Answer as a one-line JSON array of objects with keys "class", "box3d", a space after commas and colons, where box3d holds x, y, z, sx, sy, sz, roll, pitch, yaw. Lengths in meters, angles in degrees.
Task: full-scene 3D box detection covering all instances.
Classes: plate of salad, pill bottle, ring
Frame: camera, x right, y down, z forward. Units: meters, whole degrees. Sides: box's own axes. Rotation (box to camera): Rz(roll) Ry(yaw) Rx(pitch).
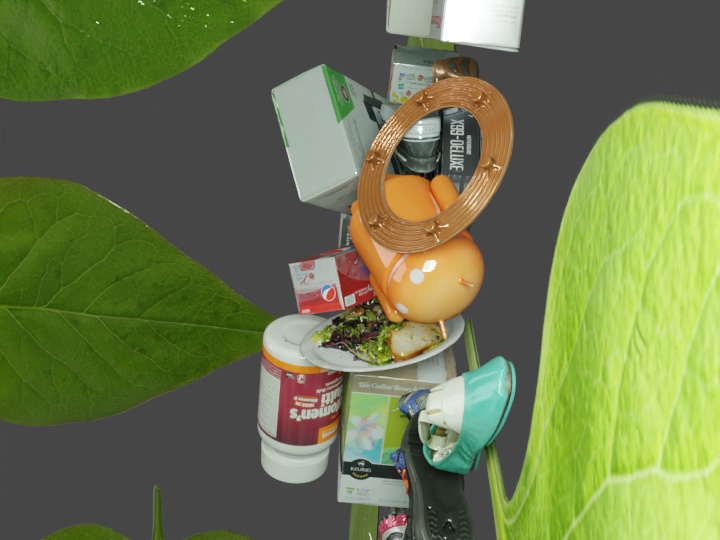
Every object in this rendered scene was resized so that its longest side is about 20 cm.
[{"class": "plate of salad", "box3d": [0.024, 0.067, 1.177, 0.200, 0.198, 0.048, -91, -10, -70]}, {"class": "pill bottle", "box3d": [-0.078, 0.167, 1.276, 0.110, 0.109, 0.202, -89, 5, -63]}, {"class": "ring", "box3d": [0.070, -0.113, 1.019, 0.199, 0.019, 0.202, -22, 55, 35]}]

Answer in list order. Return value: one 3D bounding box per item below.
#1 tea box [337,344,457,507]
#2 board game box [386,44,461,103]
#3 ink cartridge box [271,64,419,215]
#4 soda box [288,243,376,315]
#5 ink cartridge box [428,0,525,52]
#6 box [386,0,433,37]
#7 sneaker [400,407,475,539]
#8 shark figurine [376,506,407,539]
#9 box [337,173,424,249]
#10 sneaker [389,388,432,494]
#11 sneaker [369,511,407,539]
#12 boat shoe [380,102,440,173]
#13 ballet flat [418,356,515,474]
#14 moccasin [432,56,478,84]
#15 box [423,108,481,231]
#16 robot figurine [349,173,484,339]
[{"class": "tea box", "box3d": [0.043, 0.166, 1.287, 0.200, 0.132, 0.198, -90, 5, -62]}, {"class": "board game box", "box3d": [0.087, -0.220, 1.476, 0.103, 0.104, 0.201, -87, 4, -63]}, {"class": "ink cartridge box", "box3d": [-0.010, -0.150, 1.220, 0.200, 0.083, 0.148, 10, -120, -62]}, {"class": "soda box", "box3d": [0.000, 0.000, 1.197, 0.200, 0.070, 0.064, -19, -81, -56]}, {"class": "ink cartridge box", "box3d": [0.125, -0.330, 1.004, 0.145, 0.083, 0.202, -92, 7, -76]}, {"class": "box", "box3d": [0.100, -0.394, 1.261, 0.201, 0.127, 0.109, -86, 2, -46]}, {"class": "sneaker", "box3d": [0.073, 0.244, 1.043, 0.200, 0.076, 0.115, -95, 15, -48]}, {"class": "shark figurine", "box3d": [0.044, 0.326, 1.541, 0.128, 0.089, 0.216, -87, 5, -71]}, {"class": "box", "box3d": [0.048, -0.065, 1.405, 0.048, 0.157, 0.202, 110, 164, -75]}, {"class": "sneaker", "box3d": [0.070, 0.231, 1.133, 0.075, 0.078, 0.202, 102, 173, -78]}, {"class": "sneaker", "box3d": [0.050, 0.387, 1.298, 0.201, 0.080, 0.075, 92, 169, -54]}, {"class": "boat shoe", "box3d": [0.058, -0.159, 1.177, 0.200, 0.071, 0.072, -86, -2, -74]}, {"class": "ballet flat", "box3d": [0.091, 0.140, 0.920, 0.201, 0.070, 0.068, 99, 176, -58]}, {"class": "moccasin", "box3d": [0.104, -0.203, 1.317, 0.202, 0.077, 0.074, 100, 175, -64]}, {"class": "box", "box3d": [0.112, -0.105, 1.247, 0.200, 0.049, 0.159, 99, 175, -61]}, {"class": "robot figurine", "box3d": [0.062, -0.025, 1.083, 0.201, 0.143, 0.117, 59, -174, 37]}]
